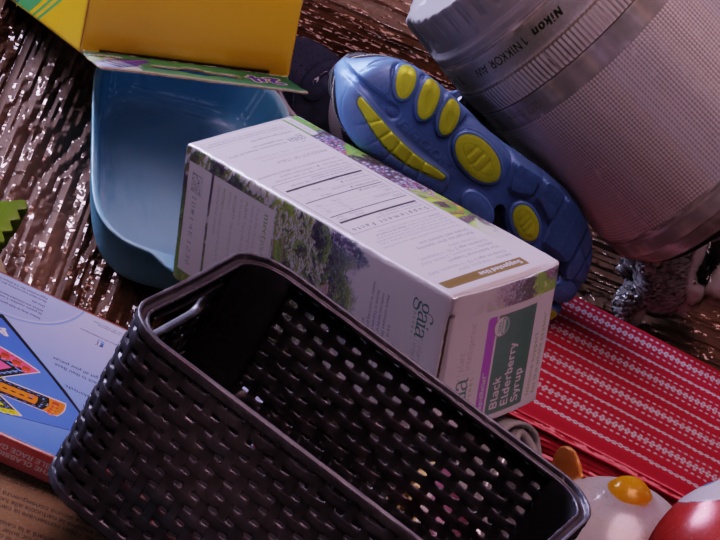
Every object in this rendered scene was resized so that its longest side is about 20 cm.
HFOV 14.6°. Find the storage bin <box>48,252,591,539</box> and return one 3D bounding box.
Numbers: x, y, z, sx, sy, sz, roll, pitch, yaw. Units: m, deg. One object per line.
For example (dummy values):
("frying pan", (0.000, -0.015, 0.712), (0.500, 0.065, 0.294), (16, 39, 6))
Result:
("storage bin", (-0.017, 0.096, 1.215), (0.200, 0.094, 0.135), (36, 24, 12))

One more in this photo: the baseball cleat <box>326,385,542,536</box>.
("baseball cleat", (0.039, 0.084, 1.425), (0.070, 0.106, 0.201), (33, 31, -47))

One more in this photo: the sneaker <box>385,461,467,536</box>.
("sneaker", (0.043, 0.190, 1.313), (0.090, 0.075, 0.201), (16, 62, -18))

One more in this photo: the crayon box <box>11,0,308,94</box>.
("crayon box", (-0.115, -0.153, 1.584), (0.125, 0.052, 0.200), (6, 15, -25))

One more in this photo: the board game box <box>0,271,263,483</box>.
("board game box", (-0.143, 0.054, 1.295), (0.199, 0.019, 0.103), (25, 36, -8))

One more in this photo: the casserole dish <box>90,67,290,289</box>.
("casserole dish", (-0.096, -0.050, 1.557), (0.120, 0.039, 0.201), (13, 39, -16))

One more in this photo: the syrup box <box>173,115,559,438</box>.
("syrup box", (0.000, 0.000, 1.412), (0.081, 0.079, 0.200), (-17, 36, -42))

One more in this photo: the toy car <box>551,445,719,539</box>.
("toy car", (0.139, 0.147, 1.373), (0.184, 0.178, 0.200), (-12, 39, -37))

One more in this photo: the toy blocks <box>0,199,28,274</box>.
("toy blocks", (-0.236, 0.041, 1.341), (0.199, 0.100, 0.137), (-4, 58, -33))

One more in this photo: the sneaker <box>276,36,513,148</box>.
("sneaker", (0.023, -0.093, 1.616), (0.070, 0.109, 0.200), (-11, 51, -39))

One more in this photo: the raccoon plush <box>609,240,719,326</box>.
("raccoon plush", (0.162, -0.039, 1.680), (0.134, 0.097, 0.200), (-25, 36, -33))

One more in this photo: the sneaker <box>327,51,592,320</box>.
("sneaker", (0.055, -0.050, 1.512), (0.200, 0.071, 0.083), (45, 2, -27))

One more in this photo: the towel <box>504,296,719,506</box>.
("towel", (0.138, 0.072, 1.527), (0.144, 0.023, 0.200), (28, 22, 4))

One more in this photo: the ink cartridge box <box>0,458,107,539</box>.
("ink cartridge box", (-0.118, 0.170, 1.259), (0.199, 0.075, 0.165), (22, 39, -7))

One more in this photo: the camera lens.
("camera lens", (0.145, -0.117, 1.522), (0.200, 0.160, 0.160), (44, 36, -14))
